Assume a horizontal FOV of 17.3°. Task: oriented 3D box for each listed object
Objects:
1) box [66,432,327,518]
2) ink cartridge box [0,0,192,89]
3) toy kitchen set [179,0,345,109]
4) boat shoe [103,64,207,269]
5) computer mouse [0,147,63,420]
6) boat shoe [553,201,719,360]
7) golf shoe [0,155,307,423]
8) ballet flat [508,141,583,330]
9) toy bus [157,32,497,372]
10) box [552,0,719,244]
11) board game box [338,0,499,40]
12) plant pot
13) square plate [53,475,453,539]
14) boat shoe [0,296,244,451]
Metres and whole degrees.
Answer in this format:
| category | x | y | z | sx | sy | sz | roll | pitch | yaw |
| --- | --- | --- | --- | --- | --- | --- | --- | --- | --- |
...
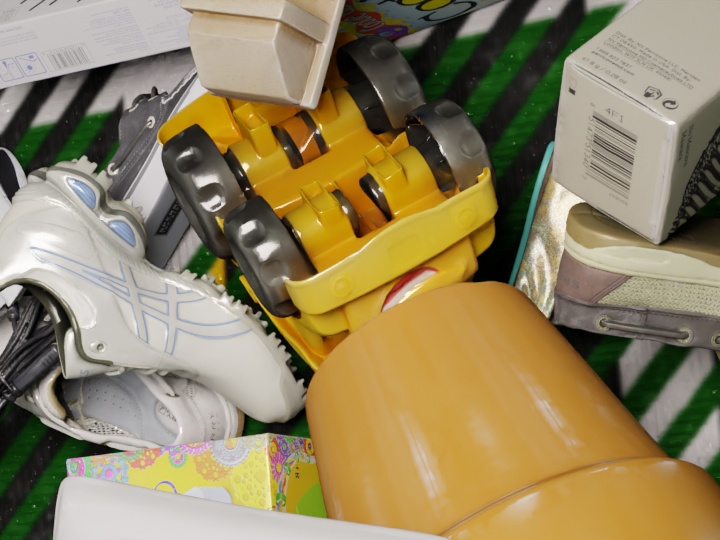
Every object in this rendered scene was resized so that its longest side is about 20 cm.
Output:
| category | x | y | z | sx | sy | sz | roll | pitch | yaw |
| --- | --- | --- | --- | --- | --- | --- | --- | --- | --- |
| box | -0.048 | 0.195 | 1.222 | 0.121 | 0.192 | 0.202 | -9 | 80 | 26 |
| ink cartridge box | -0.122 | -0.166 | 1.367 | 0.199 | 0.044 | 0.094 | -9 | 37 | 26 |
| toy kitchen set | -0.086 | -0.184 | 1.147 | 0.199 | 0.180 | 0.165 | 11 | 84 | 37 |
| boat shoe | -0.115 | -0.070 | 1.369 | 0.066 | 0.070 | 0.201 | 41 | 110 | 24 |
| computer mouse | -0.223 | -0.002 | 1.386 | 0.110 | 0.044 | 0.201 | -45 | 43 | 19 |
| boat shoe | 0.188 | 0.016 | 1.157 | 0.199 | 0.072 | 0.066 | 12 | 114 | -13 |
| golf shoe | -0.123 | 0.034 | 1.301 | 0.200 | 0.078 | 0.097 | 40 | 67 | -11 |
| ballet flat | 0.099 | 0.030 | 1.243 | 0.070 | 0.071 | 0.201 | 22 | 93 | 28 |
| toy bus | 0.000 | 0.000 | 1.230 | 0.135 | 0.193 | 0.200 | -27 | 34 | -11 |
| box | 0.180 | -0.104 | 1.142 | 0.068 | 0.083 | 0.200 | 33 | 54 | 27 |
| board game box | 0.056 | -0.206 | 1.271 | 0.199 | 0.105 | 0.104 | -17 | 75 | 25 |
| plant pot | 0.064 | 0.115 | 1.123 | 0.200 | 0.200 | 0.184 | -38 | 58 | 18 |
| square plate | -0.061 | 0.202 | 1.029 | 0.197 | 0.028 | 0.202 | 7 | 90 | 22 |
| boat shoe | -0.162 | 0.060 | 1.369 | 0.199 | 0.069 | 0.071 | 17 | 95 | 30 |
